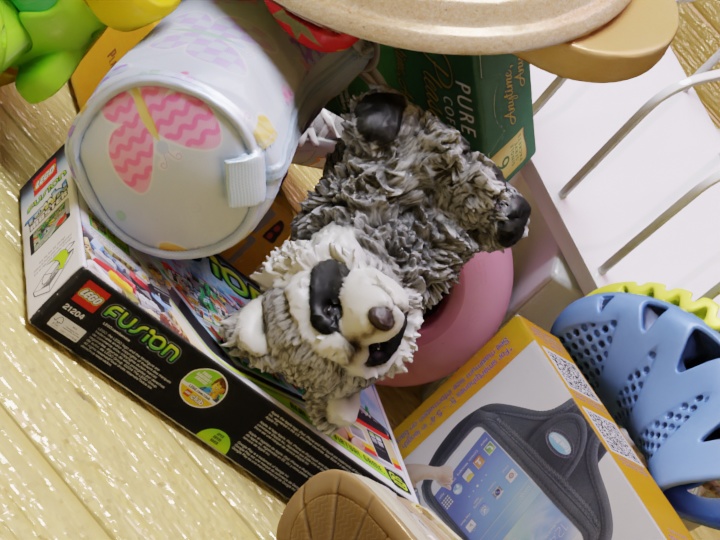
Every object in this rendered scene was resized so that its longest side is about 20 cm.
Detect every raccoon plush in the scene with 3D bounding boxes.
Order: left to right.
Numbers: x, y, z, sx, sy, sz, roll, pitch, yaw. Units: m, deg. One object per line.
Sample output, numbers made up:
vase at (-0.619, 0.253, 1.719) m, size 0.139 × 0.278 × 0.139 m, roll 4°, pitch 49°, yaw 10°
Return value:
raccoon plush at (0.000, 0.000, 0.735) m, size 0.097 × 0.134 × 0.200 m, roll 38°, pitch -3°, yaw 0°

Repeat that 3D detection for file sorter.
file sorter at (0.175, -0.073, 0.842) m, size 0.139 × 0.125 × 0.200 m, roll -15°, pitch 71°, yaw -33°

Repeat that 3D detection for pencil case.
pencil case at (-0.056, -0.079, 0.719) m, size 0.091 × 0.083 × 0.200 m, roll 20°, pitch 29°, yaw 5°

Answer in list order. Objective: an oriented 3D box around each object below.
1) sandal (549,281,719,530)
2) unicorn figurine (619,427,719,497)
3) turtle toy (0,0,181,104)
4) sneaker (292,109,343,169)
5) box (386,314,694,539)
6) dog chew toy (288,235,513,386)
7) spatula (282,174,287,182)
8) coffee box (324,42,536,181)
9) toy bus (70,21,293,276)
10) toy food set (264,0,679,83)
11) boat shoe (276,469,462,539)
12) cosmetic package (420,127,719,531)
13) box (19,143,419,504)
sandal at (0.159, 0.076, 0.726) m, size 0.200 × 0.087 × 0.080 m, roll 34°, pitch -34°, yaw 35°
unicorn figurine at (0.139, 0.119, 0.868) m, size 0.074 × 0.137 × 0.200 m, roll 56°, pitch 18°, yaw 13°
turtle toy at (-0.148, -0.142, 0.699) m, size 0.101 × 0.146 × 0.200 m, roll 40°, pitch 55°, yaw -32°
sneaker at (-0.018, -0.088, 1.007) m, size 0.200 × 0.076 × 0.092 m, roll 9°, pitch 4°, yaw 35°
box at (0.080, 0.129, 0.706) m, size 0.041 × 0.119 × 0.200 m, roll 31°, pitch 21°, yaw -43°
dog chew toy at (0.020, -0.006, 0.921) m, size 0.125 × 0.125 × 0.200 m, roll 46°, pitch 5°, yaw -6°
spatula at (-0.056, -0.093, 0.892) m, size 0.057 × 0.021 × 0.200 m, roll 62°, pitch -15°, yaw 19°
coffee box at (0.000, -0.129, 0.839) m, size 0.200 × 0.044 × 0.123 m, roll 30°, pitch -29°, yaw 31°
toy bus at (-0.102, -0.081, 0.852) m, size 0.078 × 0.065 × 0.200 m, roll 36°, pitch 18°, yaw -38°
toy food set at (0.033, -0.149, 0.726) m, size 0.200 × 0.049 × 0.198 m, roll -8°, pitch 44°, yaw -18°
boat shoe at (0.047, 0.158, 0.624) m, size 0.069 × 0.074 × 0.200 m, roll 14°, pitch 34°, yaw -56°
cosmetic package at (0.172, 0.023, 0.969) m, size 0.200 × 0.166 × 0.168 m, roll 26°, pitch 53°, yaw -11°
box at (-0.063, 0.035, 0.714) m, size 0.200 × 0.035 × 0.110 m, roll 39°, pitch 16°, yaw -31°
